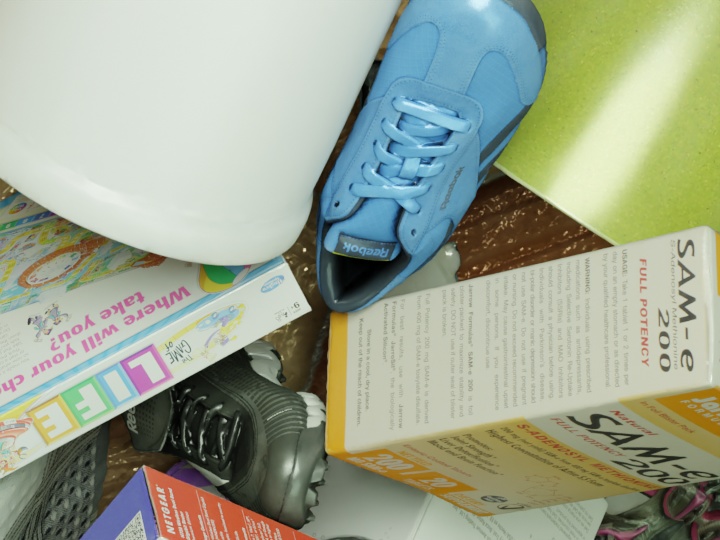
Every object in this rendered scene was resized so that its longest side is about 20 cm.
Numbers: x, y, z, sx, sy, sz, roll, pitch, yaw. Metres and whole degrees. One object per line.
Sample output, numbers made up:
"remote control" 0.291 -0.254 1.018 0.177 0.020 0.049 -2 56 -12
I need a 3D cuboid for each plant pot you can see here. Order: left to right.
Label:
"plant pot" 0.158 -0.112 1.235 0.187 0.187 0.200 27 100 -38

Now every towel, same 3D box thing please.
"towel" -0.166 0.147 1.287 0.034 0.200 0.193 18 127 12

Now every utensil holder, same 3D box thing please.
"utensil holder" -0.063 -0.131 1.106 0.170 0.170 0.200 10 120 -31

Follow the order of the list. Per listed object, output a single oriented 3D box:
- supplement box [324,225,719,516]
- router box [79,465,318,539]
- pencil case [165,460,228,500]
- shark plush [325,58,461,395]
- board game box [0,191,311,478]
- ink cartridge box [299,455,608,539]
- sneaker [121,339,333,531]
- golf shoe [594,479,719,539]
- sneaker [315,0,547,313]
"supplement box" 0.100 0.050 1.181 0.200 0.074 0.126 -14 154 35
"router box" -0.081 0.201 1.213 0.179 0.049 0.200 26 116 -31
"pencil case" -0.057 0.184 1.429 0.084 0.085 0.200 -56 146 -37
"shark plush" 0.000 0.000 1.299 0.091 0.083 0.200 -24 118 -20
"board game box" -0.137 0.015 1.212 0.200 0.135 0.034 -28 133 -1
"ink cartridge box" 0.031 0.168 1.380 0.146 0.084 0.200 47 60 -42
"sneaker" -0.071 0.073 1.263 0.090 0.200 0.067 12 101 -16
"golf shoe" 0.160 0.129 1.484 0.200 0.092 0.073 -27 121 29
"sneaker" 0.025 -0.048 1.123 0.066 0.079 0.200 27 146 0
